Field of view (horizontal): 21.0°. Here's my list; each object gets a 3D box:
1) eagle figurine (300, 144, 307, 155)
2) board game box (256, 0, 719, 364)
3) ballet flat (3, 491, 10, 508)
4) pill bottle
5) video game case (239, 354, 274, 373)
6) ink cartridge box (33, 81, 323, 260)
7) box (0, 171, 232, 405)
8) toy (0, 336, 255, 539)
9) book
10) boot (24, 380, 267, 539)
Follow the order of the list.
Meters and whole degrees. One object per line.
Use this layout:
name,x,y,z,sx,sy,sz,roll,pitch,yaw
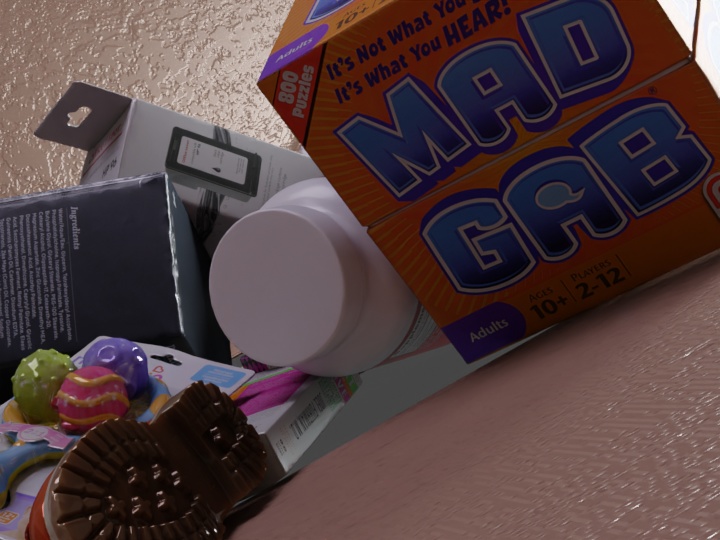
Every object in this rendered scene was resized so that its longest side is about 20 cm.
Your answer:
eagle figurine,0.043,-0.065,1.409,0.150,0.153,0.200,-6,-5,-10
board game box,0.097,-0.115,1.048,0.199,0.200,0.201,-27,24,26
ballet flat,-0.184,0.107,1.102,0.072,0.072,0.201,-26,20,38
pill bottle,0.000,0.000,1.118,0.112,0.113,0.200,-26,-7,27
video game case,0.011,0.036,1.489,0.180,0.036,0.200,-27,2,-16
ink cartridge box,-0.130,-0.057,1.371,0.199,0.068,0.116,18,-23,-20
box,-0.199,0.040,1.322,0.195,0.125,0.200,-11,-23,4
toy,-0.159,0.073,1.050,0.114,0.048,0.200,12,32,29
book,-0.080,0.099,1.089,0.133,0.048,0.200,-25,4,16
boot,-0.117,0.118,0.892,0.107,0.075,0.200,-36,-4,14
